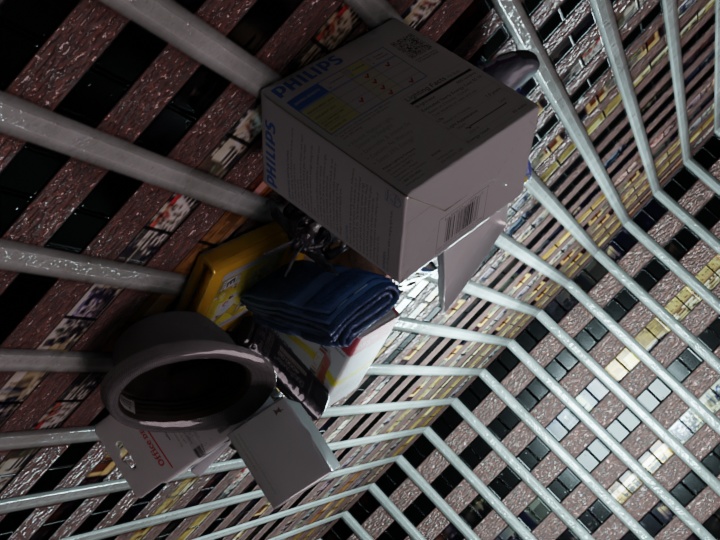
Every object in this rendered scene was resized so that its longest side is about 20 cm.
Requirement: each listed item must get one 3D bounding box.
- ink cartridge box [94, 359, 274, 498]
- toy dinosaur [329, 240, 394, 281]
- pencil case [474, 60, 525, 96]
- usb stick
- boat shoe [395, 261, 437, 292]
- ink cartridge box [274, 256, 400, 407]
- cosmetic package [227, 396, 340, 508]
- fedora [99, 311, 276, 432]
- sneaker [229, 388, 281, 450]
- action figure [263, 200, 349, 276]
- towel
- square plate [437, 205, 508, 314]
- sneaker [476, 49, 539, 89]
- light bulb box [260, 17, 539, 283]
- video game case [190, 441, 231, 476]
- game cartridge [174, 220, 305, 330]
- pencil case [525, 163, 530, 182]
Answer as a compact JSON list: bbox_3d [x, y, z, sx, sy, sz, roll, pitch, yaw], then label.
[{"bbox_3d":[-0.222,0.184,1.400,0.200,0.116,0.068,-36,173,14],"label":"ink cartridge box"},{"bbox_3d":[0.000,0.000,1.402,0.086,0.136,0.200,10,163,-40],"label":"toy dinosaur"},{"bbox_3d":[0.136,-0.181,1.475,0.087,0.078,0.200,-7,140,-50],"label":"pencil case"},{"bbox_3d":[-0.101,0.131,1.472,0.200,0.033,0.055,52,45,-42],"label":"usb stick"},{"bbox_3d":[0.050,-0.006,1.531,0.072,0.072,0.200,-47,167,8],"label":"boat shoe"},{"bbox_3d":[-0.049,0.083,1.556,0.083,0.145,0.200,-30,159,-37],"label":"ink cartridge box"},{"bbox_3d":[-0.089,0.221,1.361,0.085,0.108,0.200,-33,171,-2],"label":"cosmetic package"},{"bbox_3d":[-0.205,0.108,1.279,0.200,0.090,0.177,2,140,-29],"label":"fedora"},{"bbox_3d":[-0.166,0.203,1.723,0.106,0.075,0.200,-42,173,-25],"label":"sneaker"},{"bbox_3d":[-0.026,-0.079,1.287,0.200,0.119,0.102,-45,177,-33],"label":"action figure"},{"bbox_3d":[-0.049,0.032,1.306,0.112,0.049,0.200,-39,-153,-26],"label":"towel"},{"bbox_3d":[0.155,-0.069,1.560,0.200,0.028,0.198,-52,155,-31],"label":"square plate"},{"bbox_3d":[0.141,-0.186,1.359,0.200,0.088,0.074,-30,155,19],"label":"sneaker"},{"bbox_3d":[0.036,-0.127,1.118,0.198,0.200,0.125,-35,148,-31],"label":"light bulb box"},{"bbox_3d":[-0.178,0.179,1.517,0.143,0.017,0.200,-48,-163,12],"label":"video game case"},{"bbox_3d":[-0.142,0.013,1.365,0.200,0.032,0.176,-27,156,-44],"label":"game cartridge"},{"bbox_3d":[0.168,-0.118,1.684,0.200,0.078,0.087,-37,147,-23],"label":"pencil case"}]
